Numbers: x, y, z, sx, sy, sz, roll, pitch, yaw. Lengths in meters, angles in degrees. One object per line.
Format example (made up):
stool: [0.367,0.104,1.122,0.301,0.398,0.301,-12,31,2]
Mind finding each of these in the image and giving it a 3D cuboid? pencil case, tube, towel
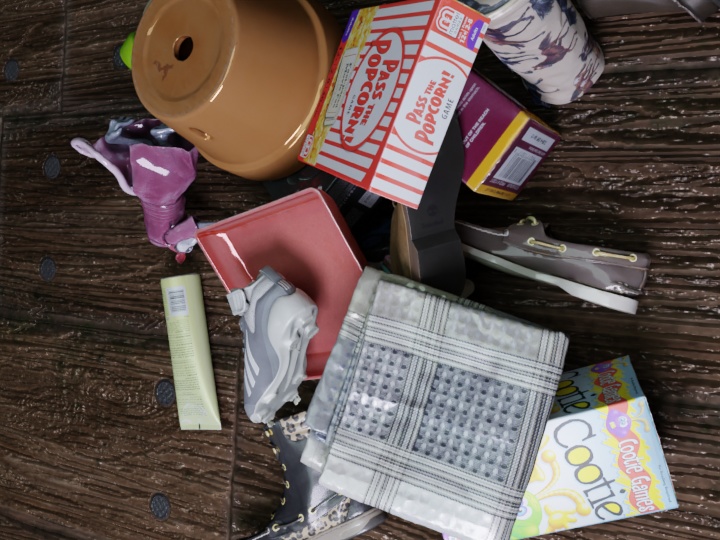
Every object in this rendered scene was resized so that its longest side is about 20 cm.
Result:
pencil case: [0.148,-0.217,0.690,0.089,0.200,0.078,-2,77,34]
tube: [-0.220,0.106,0.991,0.052,0.058,0.202,-8,88,-13]
towel: [0.055,0.112,0.649,0.199,0.035,0.194,18,88,21]

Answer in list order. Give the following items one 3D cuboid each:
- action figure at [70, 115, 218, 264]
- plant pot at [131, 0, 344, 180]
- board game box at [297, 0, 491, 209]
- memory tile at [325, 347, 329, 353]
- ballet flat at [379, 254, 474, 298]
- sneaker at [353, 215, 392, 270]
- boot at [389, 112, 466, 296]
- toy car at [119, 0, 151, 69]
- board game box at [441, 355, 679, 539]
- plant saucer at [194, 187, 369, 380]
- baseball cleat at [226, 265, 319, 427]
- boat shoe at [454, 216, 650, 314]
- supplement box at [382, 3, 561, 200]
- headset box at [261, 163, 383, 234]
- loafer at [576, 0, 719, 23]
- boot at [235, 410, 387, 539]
action figure: [-0.244,-0.085,0.946,0.134,0.149,0.201,31,137,36]
plant pot: [-0.128,-0.200,0.760,0.199,0.140,0.202,-3,84,30]
board game box: [0.018,-0.146,0.652,0.152,0.046,0.200,-69,24,6]
memory tile: [0.024,0.114,0.820,0.200,0.017,0.153,50,134,10]
ballet flat: [0.101,0.055,0.787,0.071,0.069,0.201,-34,86,3]
sneaker: [0.000,0.000,0.857,0.199,0.076,0.077,-20,117,20]
boot: [0.050,-0.070,0.710,0.075,0.073,0.202,15,109,60]
toy car: [-0.154,-0.266,0.930,0.200,0.158,0.164,42,116,-7]
board game box: [0.163,0.164,0.692,0.199,0.105,0.104,-17,99,15]
plant saucer: [-0.055,0.018,0.785,0.199,0.037,0.200,-14,112,43]
baseball cleat: [-0.098,0.074,0.800,0.106,0.070,0.201,45,135,22]
boat shoe: [0.177,-0.017,0.746,0.199,0.072,0.060,21,93,25]
supplement box: [0.090,-0.168,0.774,0.200,0.110,0.086,45,110,23]
headset box: [-0.045,-0.144,0.845,0.149,0.075,0.200,-49,49,18]
loafer: [0.240,-0.266,0.718,0.200,0.073,0.072,37,113,34]
boot: [-0.079,0.248,0.887,0.199,0.073,0.152,-24,79,24]
